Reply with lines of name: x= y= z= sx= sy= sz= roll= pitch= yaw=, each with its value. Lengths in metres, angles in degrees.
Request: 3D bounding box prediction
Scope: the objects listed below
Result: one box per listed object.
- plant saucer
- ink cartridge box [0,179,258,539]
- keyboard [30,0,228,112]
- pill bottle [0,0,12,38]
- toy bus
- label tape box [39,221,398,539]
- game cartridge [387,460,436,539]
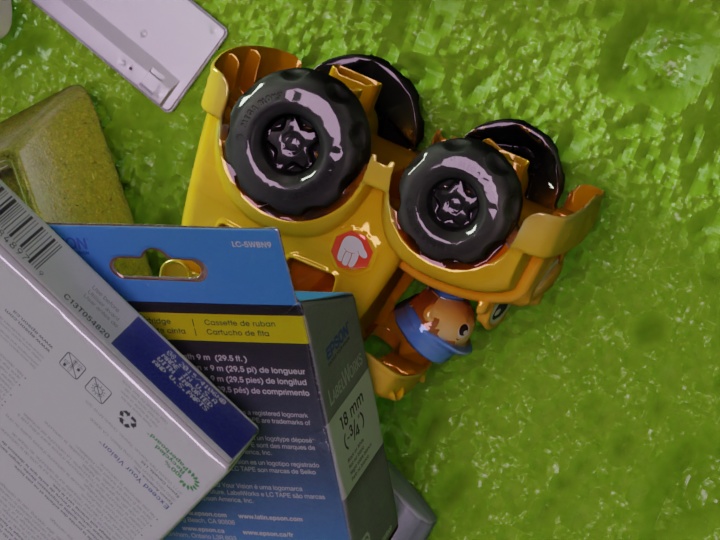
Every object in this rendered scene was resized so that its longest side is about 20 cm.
plant saucer: x=-0.207 y=0.027 z=1.488 sx=0.199 sy=0.048 sz=0.200 roll=-26 pitch=76 yaw=20
ink cartridge box: x=-0.173 y=0.069 z=1.363 sx=0.200 sy=0.041 sz=0.200 roll=44 pitch=131 yaw=-1
keyboard: x=-0.161 y=-0.168 z=1.516 sx=0.200 sy=0.011 sz=0.056 roll=39 pitch=95 yaw=11
pill bottle: x=-0.293 y=-0.128 z=1.499 sx=0.199 sy=0.112 sz=0.113 roll=-19 pitch=85 yaw=16
toy bus: x=0.000 y=0.000 z=1.412 sx=0.199 sy=0.136 sz=0.193 roll=22 pitch=102 yaw=12
label tape box: x=-0.071 y=0.053 z=1.367 sx=0.144 sy=0.063 sz=0.201 roll=2 pitch=119 yaw=24
game cartridge: x=-0.067 y=0.120 z=1.479 sx=0.200 sy=0.041 sz=0.133 roll=31 pitch=94 yaw=13
